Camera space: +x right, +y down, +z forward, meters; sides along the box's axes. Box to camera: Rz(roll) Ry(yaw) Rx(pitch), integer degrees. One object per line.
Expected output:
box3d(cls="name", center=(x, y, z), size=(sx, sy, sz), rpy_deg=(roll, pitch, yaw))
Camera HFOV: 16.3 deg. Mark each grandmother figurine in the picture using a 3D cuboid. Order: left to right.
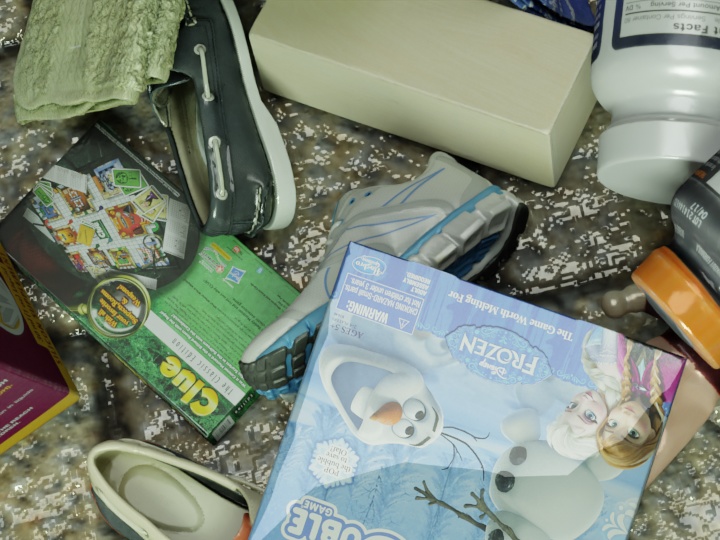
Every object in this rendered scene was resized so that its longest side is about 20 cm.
box3d(cls="grandmother figurine", center=(0.187, 0.054, 1.443), size=(0.200, 0.061, 0.121), rpy_deg=(-41, 96, -10))

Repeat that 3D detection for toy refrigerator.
box3d(cls="toy refrigerator", center=(0.040, -0.124, 1.523), size=(0.199, 0.070, 0.076), rpy_deg=(19, 65, 18))

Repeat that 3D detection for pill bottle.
box3d(cls="pill bottle", center=(0.193, -0.146, 1.460), size=(0.115, 0.116, 0.202), rpy_deg=(5, 77, 12))
box3d(cls="pill bottle", center=(0.241, -0.038, 1.362), size=(0.200, 0.106, 0.106), rpy_deg=(-42, 68, 2))

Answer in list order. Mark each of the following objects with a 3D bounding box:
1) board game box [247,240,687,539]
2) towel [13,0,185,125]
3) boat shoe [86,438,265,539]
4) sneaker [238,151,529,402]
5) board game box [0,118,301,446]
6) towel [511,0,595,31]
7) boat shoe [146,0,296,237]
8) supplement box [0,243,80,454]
box3d(cls="board game box", center=(0.055, 0.110, 1.386), size=(0.198, 0.043, 0.201), rpy_deg=(18, 88, 6))
box3d(cls="towel", center=(-0.155, -0.189, 1.562), size=(0.148, 0.036, 0.202), rpy_deg=(-7, 65, 48))
box3d(cls="boat shoe", center=(-0.070, 0.155, 1.444), size=(0.199, 0.063, 0.071), rpy_deg=(27, 74, 17))
box3d(cls="sneaker", center=(0.000, 0.000, 1.483), size=(0.199, 0.075, 0.087), rpy_deg=(-35, 60, -21))
box3d(cls="board game box", center=(-0.125, 0.005, 1.531), size=(0.200, 0.023, 0.105), rpy_deg=(41, 79, 21))
box3d(cls="towel", center=(0.080, -0.231, 1.497), size=(0.024, 0.200, 0.146), rpy_deg=(-19, 65, 26))
box3d(cls="boat shoe", center=(-0.100, -0.111, 1.534), size=(0.060, 0.076, 0.201), rpy_deg=(-11, 60, -27))
box3d(cls="supplement box", center=(-0.269, 0.031, 1.443), size=(0.103, 0.200, 0.131), rpy_deg=(-34, 68, 11))
